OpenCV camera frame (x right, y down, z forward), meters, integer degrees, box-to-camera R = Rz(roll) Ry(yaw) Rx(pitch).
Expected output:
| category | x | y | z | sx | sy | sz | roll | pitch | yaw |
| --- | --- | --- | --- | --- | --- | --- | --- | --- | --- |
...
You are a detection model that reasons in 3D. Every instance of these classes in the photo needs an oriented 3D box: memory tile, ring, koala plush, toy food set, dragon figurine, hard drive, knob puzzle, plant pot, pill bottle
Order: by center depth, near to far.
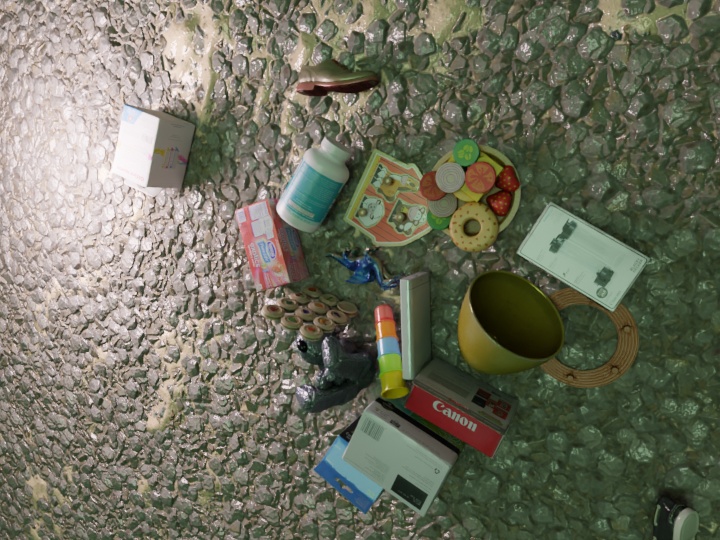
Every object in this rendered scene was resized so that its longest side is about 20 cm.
| category | x | y | z | sx | sy | sz | roll | pitch | yaw |
| --- | --- | --- | --- | --- | --- | --- | --- | --- | --- |
| plant pot | 0.267 | 0.122 | 1.008 | 0.200 | 0.200 | 0.142 | 42 | 137 | 14 |
| ring | 0.428 | 0.131 | 1.012 | 0.199 | 0.019 | 0.202 | 3 | 98 | 24 |
| toy food set | 0.219 | -0.154 | 1.051 | 0.198 | 0.049 | 0.201 | 40 | 110 | 14 |
| hard drive | 0.117 | 0.110 | 1.091 | 0.026 | 0.132 | 0.202 | 1 | 98 | 25 |
| knob puzzle | 0.072 | -0.141 | 1.135 | 0.218 | 0.030 | 0.222 | 3 | 98 | 24 |
| memory tile | -0.108 | 0.089 | 1.157 | 0.152 | 0.200 | 0.017 | 25 | 115 | 21 |
| pill bottle | -0.098 | -0.193 | 1.163 | 0.111 | 0.111 | 0.201 | 39 | 112 | 15 |
| dragon figurine | 0.000 | 0.000 | 1.172 | 0.198 | 0.059 | 0.100 | -2 | 96 | 24 |
| koala plush | -0.080 | 0.193 | 1.200 | 0.200 | 0.183 | 0.178 | 44 | 115 | 36 |

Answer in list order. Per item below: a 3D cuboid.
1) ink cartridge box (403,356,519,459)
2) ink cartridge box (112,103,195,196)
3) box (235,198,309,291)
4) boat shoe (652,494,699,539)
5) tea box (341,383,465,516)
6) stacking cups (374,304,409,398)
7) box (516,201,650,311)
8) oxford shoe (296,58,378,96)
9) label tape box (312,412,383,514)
| category | x | y | z | sx | sy | sz | roll | pitch | yaw |
| --- | --- | --- | --- | --- | --- | --- | --- | --- | --- |
| ink cartridge box | 0.199 | 0.277 | 1.051 | 0.199 | 0.175 | 0.084 | 26 | 107 | 20 |
| ink cartridge box | -0.535 | -0.303 | 1.345 | 0.128 | 0.125 | 0.201 | 25 | 107 | 20 |
| box | -0.208 | -0.062 | 1.241 | 0.102 | 0.095 | 0.202 | -16 | 90 | 26 |
| boat shoe | 0.575 | 0.511 | 0.970 | 0.060 | 0.073 | 0.202 | 33 | 135 | 60 |
| tea box | 0.105 | 0.359 | 1.094 | 0.199 | 0.196 | 0.134 | 29 | 108 | 18 |
| stacking cups | 0.057 | 0.169 | 1.117 | 0.060 | 0.060 | 0.201 | -27 | 54 | 26 |
| box | 0.406 | -0.027 | 0.967 | 0.199 | 0.060 | 0.117 | 33 | 99 | 17 |
| oxford shoe | -0.053 | -0.428 | 1.135 | 0.198 | 0.070 | 0.076 | 5 | 94 | 23 |
| label tape box | 0.010 | 0.414 | 1.144 | 0.144 | 0.200 | 0.064 | 34 | 110 | 17 |
